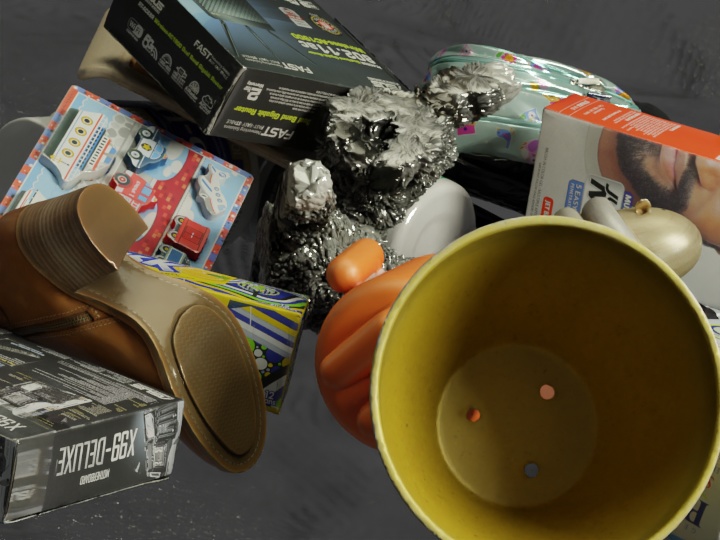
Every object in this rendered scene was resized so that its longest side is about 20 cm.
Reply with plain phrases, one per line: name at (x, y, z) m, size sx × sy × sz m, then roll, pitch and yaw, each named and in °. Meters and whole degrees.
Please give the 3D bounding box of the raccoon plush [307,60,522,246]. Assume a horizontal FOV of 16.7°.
raccoon plush at (0.036, -0.062, 1.819) m, size 0.199 × 0.135 × 0.097 m, roll -14°, pitch 49°, yaw -24°

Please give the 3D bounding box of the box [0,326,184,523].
box at (-0.222, 0.073, 1.368) m, size 0.199 × 0.050 × 0.157 m, roll 20°, pitch 15°, yaw 26°

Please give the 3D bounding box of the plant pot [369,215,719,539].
plant pot at (0.098, 0.081, 1.415) m, size 0.198 × 0.202 × 0.142 m, roll 13°, pitch -11°, yaw -3°

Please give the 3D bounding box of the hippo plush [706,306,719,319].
hippo plush at (0.320, 0.017, 1.904) m, size 0.199 × 0.162 × 0.159 m, roll 23°, pitch 16°, yaw 37°

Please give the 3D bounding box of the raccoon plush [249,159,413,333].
raccoon plush at (0.000, 0.000, 1.682) m, size 0.133 × 0.098 × 0.200 m, roll 8°, pitch -16°, yaw -9°

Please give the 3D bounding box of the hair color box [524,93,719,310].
hair color box at (0.224, -0.047, 1.799) m, size 0.199 × 0.112 × 0.064 m, roll 18°, pitch 23°, yaw 23°

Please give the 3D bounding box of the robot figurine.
robot figurine at (0.043, 0.053, 1.582) m, size 0.143 × 0.118 × 0.200 m, roll 14°, pitch 14°, yaw 17°

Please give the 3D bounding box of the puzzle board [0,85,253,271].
puzzle board at (-0.167, -0.044, 1.723) m, size 0.150 × 0.017 × 0.201 m, roll 27°, pitch 39°, yaw -5°

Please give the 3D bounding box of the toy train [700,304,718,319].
toy train at (0.186, 0.026, 1.858) m, size 0.114 × 0.087 × 0.200 m, roll -14°, pitch 26°, yaw -32°

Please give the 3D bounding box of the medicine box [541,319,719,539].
medicine box at (0.241, 0.107, 1.579) m, size 0.199 × 0.104 × 0.182 m, roll 3°, pitch 16°, yaw -41°

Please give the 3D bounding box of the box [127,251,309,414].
box at (-0.138, 0.030, 1.589) m, size 0.198 × 0.071 × 0.064 m, roll 14°, pitch 11°, yaw 1°

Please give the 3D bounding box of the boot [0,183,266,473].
boot at (-0.154, 0.048, 1.463) m, size 0.154 × 0.201 × 0.074 m, roll -24°, pitch 12°, yaw 43°

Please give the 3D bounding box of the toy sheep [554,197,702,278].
toy sheep at (0.151, 0.025, 1.713) m, size 0.138 × 0.199 × 0.138 m, roll 56°, pitch 3°, yaw -4°

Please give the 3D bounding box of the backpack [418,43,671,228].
backpack at (0.135, -0.104, 1.966) m, size 0.199 × 0.128 × 0.167 m, roll 13°, pitch -19°, yaw -18°

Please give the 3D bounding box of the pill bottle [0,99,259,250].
pill bottle at (-0.182, -0.069, 1.856) m, size 0.119 × 0.121 × 0.199 m, roll 23°, pitch 16°, yaw 36°

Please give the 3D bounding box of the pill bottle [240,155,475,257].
pill bottle at (-0.017, -0.045, 1.935) m, size 0.199 × 0.114 × 0.113 m, roll 22°, pitch 15°, yaw 34°

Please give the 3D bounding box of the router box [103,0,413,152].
router box at (-0.073, -0.155, 1.840) m, size 0.199 × 0.062 × 0.150 m, roll 6°, pitch 33°, yaw -48°

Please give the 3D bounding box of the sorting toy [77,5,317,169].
sorting toy at (-0.112, -0.151, 1.909) m, size 0.199 × 0.037 × 0.185 m, roll 22°, pitch 21°, yaw -7°
